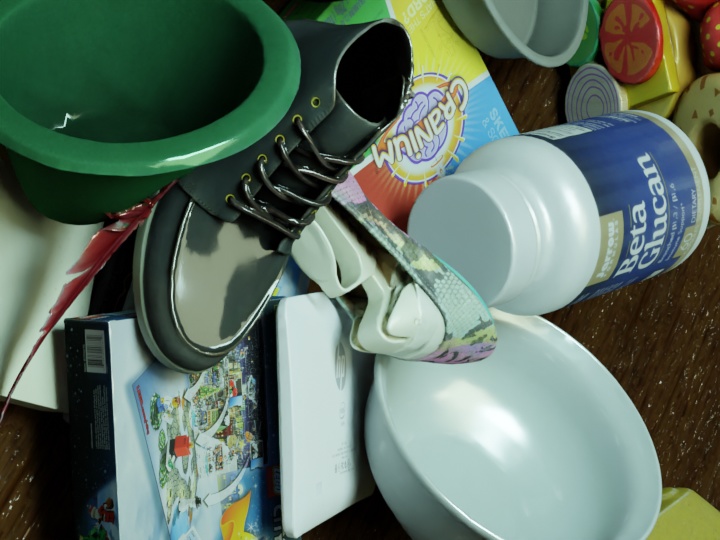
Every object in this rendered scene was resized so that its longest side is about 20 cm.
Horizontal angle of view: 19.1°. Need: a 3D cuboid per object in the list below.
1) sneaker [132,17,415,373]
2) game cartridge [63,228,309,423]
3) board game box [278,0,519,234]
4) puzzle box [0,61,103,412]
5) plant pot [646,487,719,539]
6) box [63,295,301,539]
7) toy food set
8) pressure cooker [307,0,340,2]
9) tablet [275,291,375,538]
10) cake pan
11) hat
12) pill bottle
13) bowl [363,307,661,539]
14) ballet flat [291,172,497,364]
[{"bbox_3d":[-0.046,-0.043,1.088,0.075,0.106,0.201,28,73,-32],"label":"sneaker"},{"bbox_3d":[-0.088,0.015,1.207,0.133,0.040,0.201,36,64,-47],"label":"game cartridge"},{"bbox_3d":[0.021,-0.096,1.329,0.153,0.040,0.200,-53,127,-35],"label":"board game box"},{"bbox_3d":[-0.188,-0.036,1.101,0.133,0.025,0.201,21,74,-46],"label":"puzzle box"},{"bbox_3d":[0.167,0.253,1.388,0.195,0.194,0.201,-28,104,-45],"label":"plant pot"},{"bbox_3d":[-0.092,0.119,1.149,0.136,0.038,0.201,-7,96,-49],"label":"box"},{"bbox_3d":[0.203,-0.116,1.430,0.048,0.198,0.201,-7,83,-34],"label":"toy food set"},{"bbox_3d":[-0.003,-0.247,1.199,0.200,0.178,0.176,55,49,-32],"label":"pressure cooker"},{"bbox_3d":[-0.017,0.077,1.237,0.200,0.014,0.131,-7,95,-77],"label":"tablet"},{"bbox_3d":[0.089,-0.225,1.376,0.200,0.037,0.201,30,54,-53],"label":"cake pan"},{"bbox_3d":[-0.133,-0.039,1.105,0.199,0.166,0.177,-19,139,-26],"label":"hat"},{"bbox_3d":[0.122,-0.033,1.327,0.200,0.111,0.112,-16,102,-48],"label":"pill bottle"},{"bbox_3d":[0.077,0.118,1.300,0.200,0.090,0.202,21,40,-19],"label":"bowl"},{"bbox_3d":[0.000,0.000,1.208,0.200,0.069,0.071,47,33,-22],"label":"ballet flat"}]
